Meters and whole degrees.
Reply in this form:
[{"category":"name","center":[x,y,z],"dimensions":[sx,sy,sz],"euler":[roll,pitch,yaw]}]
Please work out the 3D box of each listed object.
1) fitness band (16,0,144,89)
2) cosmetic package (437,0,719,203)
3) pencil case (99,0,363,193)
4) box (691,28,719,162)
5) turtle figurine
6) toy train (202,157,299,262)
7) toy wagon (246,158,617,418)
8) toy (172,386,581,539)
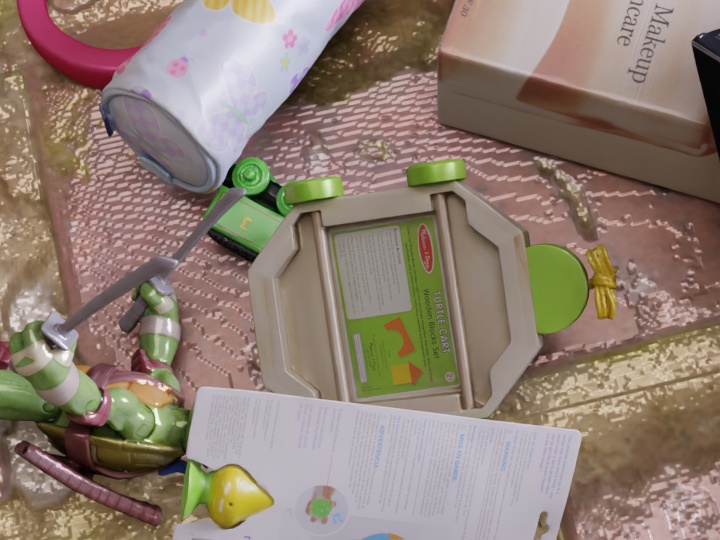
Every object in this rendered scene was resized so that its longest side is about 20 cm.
[{"category":"fitness band","center":[-0.128,-0.203,1.099],"dimensions":[0.143,0.037,0.200],"euler":[26,73,13]},{"category":"cosmetic package","center":[0.152,-0.119,1.022],"dimensions":[0.199,0.087,0.104],"euler":[16,68,9]},{"category":"pencil case","center":[-0.060,-0.137,1.031],"dimensions":[0.083,0.091,0.200],"euler":[28,67,23]},{"category":"box","center":[0.292,-0.056,0.920],"dimensions":[0.182,0.200,0.104],"euler":[-26,30,-8]},{"category":"turtle figurine","center":[-0.156,0.030,0.947],"dimensions":[0.193,0.200,0.144],"euler":[2,39,10]},{"category":"toy train","center":[0.000,0.000,1.008],"dimensions":[0.200,0.042,0.056],"euler":[28,82,14]},{"category":"toy wagon","center":[0.040,0.020,0.959],"dimensions":[0.199,0.040,0.156],"euler":[-8,91,12]},{"category":"toy","center":[0.004,0.118,0.926],"dimensions":[0.199,0.047,0.115],"euler":[7,108,-13]}]
